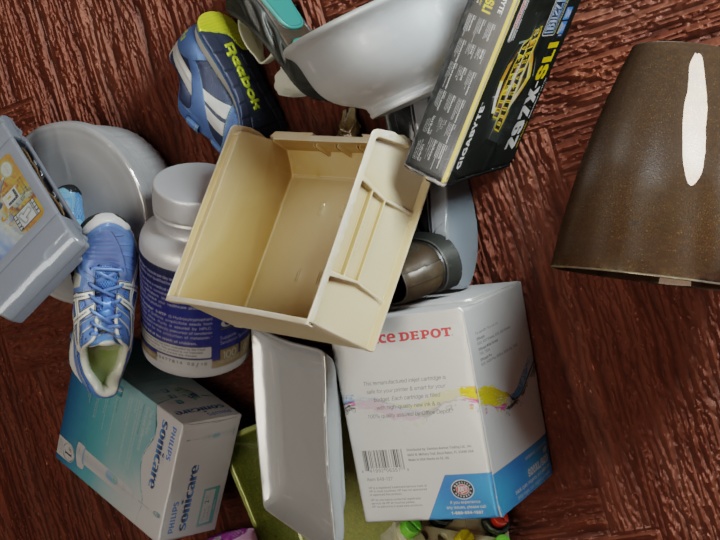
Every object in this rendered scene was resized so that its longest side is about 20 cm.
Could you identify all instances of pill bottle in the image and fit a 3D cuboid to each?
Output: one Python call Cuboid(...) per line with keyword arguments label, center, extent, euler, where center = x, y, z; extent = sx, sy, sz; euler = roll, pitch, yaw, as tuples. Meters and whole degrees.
Cuboid(label="pill bottle", center=(-0.168, -0.002, 1.531), extent=(0.119, 0.120, 0.201), euler=(19, 125, 24))

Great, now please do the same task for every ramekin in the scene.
Cuboid(label="ramekin", center=(-0.289, -0.068, 1.624), extent=(0.202, 0.094, 0.203), euler=(6, 104, 27))

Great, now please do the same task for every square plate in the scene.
Cuboid(label="square plate", center=(-0.060, 0.163, 1.478), extent=(0.200, 0.028, 0.199), euler=(-167, 72, -66))

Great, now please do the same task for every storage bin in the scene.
Cuboid(label="storage bin", center=(-0.055, -0.039, 1.379), extent=(0.200, 0.094, 0.199), euler=(7, 74, 46))

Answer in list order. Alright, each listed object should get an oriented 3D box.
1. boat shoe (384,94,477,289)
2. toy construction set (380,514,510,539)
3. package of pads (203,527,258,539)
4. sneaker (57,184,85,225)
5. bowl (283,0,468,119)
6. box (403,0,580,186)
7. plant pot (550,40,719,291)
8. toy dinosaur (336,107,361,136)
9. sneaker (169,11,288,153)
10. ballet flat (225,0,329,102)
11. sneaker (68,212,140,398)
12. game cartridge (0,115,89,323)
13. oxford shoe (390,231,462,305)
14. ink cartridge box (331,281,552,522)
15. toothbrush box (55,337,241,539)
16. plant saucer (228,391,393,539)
Cuboid(label="boat shoe", center=(0.062, -0.077, 1.439), extent=(0.068, 0.074, 0.200), euler=(-11, 93, 29))
Cuboid(label="toy construction set", center=(0.094, 0.297, 1.454), extent=(0.092, 0.200, 0.131), euler=(-38, 42, 39))
Cuboid(label="package of pads", center=(-0.122, 0.384, 1.612), extent=(0.201, 0.076, 0.120), euler=(67, 155, 2))
Cuboid(label="sneaker", center=(-0.367, -0.054, 1.588), extent=(0.199, 0.078, 0.090), euler=(-2, 80, 29))
Cuboid(label="bowl", center=(0.037, -0.198, 1.356), extent=(0.201, 0.201, 0.091), euler=(-22, 93, 31))
Cuboid(label="box", center=(0.125, -0.182, 1.332), extent=(0.049, 0.160, 0.200), euler=(29, 112, 18))
Cuboid(label="plant pot", center=(0.268, -0.090, 1.278), extent=(0.186, 0.187, 0.201), euler=(6, 89, 28))
Cuboid(label="toy dinosaur", center=(-0.033, -0.063, 1.504), extent=(0.101, 0.058, 0.201), euler=(1, 101, 28))
Cuboid(label="sneaker", center=(-0.137, -0.163, 1.536), extent=(0.082, 0.074, 0.201), euler=(-22, 87, 39))
Cuboid(label="ballet flat", center=(-0.070, -0.222, 1.493), extent=(0.200, 0.068, 0.068), euler=(53, 130, 21))
Cuboid(label="sneaker", center=(-0.258, 0.038, 1.521), extent=(0.077, 0.075, 0.201), euler=(-130, 40, -59))
Cuboid(label="game cartridge", center=(-0.366, -0.049, 1.521), extent=(0.133, 0.042, 0.200), euler=(-42, 59, 8))
Cuboid(label="oxford shoe", center=(0.000, 0.000, 1.428), extent=(0.200, 0.084, 0.073), euler=(-7, 102, 52))
Cuboid(label="ink cartridge box", center=(0.080, 0.123, 1.428), extent=(0.147, 0.145, 0.201), euler=(-6, 97, 30))
Cuboid(label="toothbrush box", center=(-0.235, 0.182, 1.624), extent=(0.200, 0.085, 0.147), euler=(29, 114, 40))
Cuboid(label="plant saucer", center=(-0.028, 0.236, 1.569), extent=(0.199, 0.048, 0.201), euler=(-23, 88, 31))
